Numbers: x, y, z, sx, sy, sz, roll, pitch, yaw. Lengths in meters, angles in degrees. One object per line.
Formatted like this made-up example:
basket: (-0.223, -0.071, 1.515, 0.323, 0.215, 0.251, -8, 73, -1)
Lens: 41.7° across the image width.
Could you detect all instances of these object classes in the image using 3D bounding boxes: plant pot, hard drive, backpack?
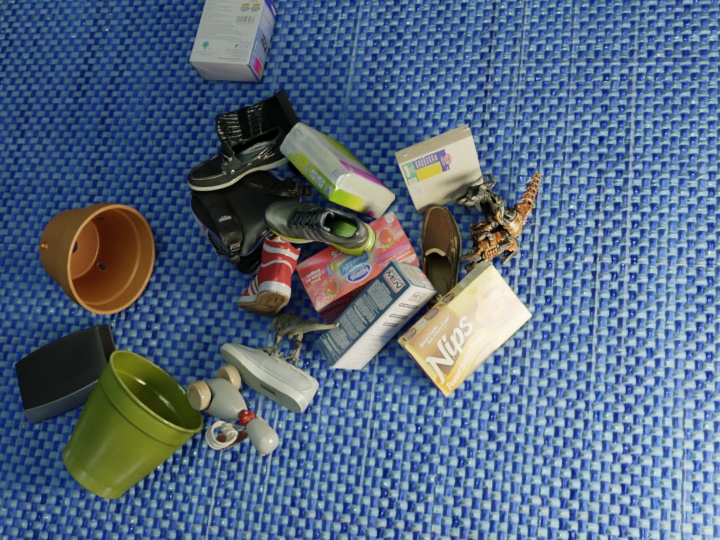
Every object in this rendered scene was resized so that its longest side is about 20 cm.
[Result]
plant pot: (-0.406, 0.277, 1.625, 0.200, 0.200, 0.194, 44, 97, 24)
plant pot: (-0.502, -0.032, 1.760, 0.138, 0.200, 0.203, 13, 73, 35)
hard drive: (-0.548, 0.188, 1.761, 0.197, 0.042, 0.137, -24, 67, 5)
backpack: (-0.209, -0.105, 1.719, 0.199, 0.155, 0.190, -41, 68, -21)

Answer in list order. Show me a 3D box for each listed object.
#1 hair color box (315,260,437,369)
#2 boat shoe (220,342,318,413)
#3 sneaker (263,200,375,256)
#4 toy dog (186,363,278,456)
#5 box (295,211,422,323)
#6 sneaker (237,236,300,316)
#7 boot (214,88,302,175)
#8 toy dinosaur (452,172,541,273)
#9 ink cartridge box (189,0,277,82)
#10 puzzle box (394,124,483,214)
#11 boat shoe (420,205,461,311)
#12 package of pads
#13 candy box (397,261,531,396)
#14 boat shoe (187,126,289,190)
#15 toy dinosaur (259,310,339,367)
hair color box: (0.026, 0.077, 1.587, 0.200, 0.099, 0.061, -46, 64, 17)
boat shoe: (-0.157, 0.174, 1.658, 0.199, 0.071, 0.072, 29, 57, 26)
sneaker: (-0.072, -0.083, 1.594, 0.196, 0.081, 0.075, 11, 75, 11)
toy dog: (-0.221, 0.257, 1.620, 0.129, 0.098, 0.201, -5, 40, -23)
box: (0.000, 0.000, 1.655, 0.197, 0.103, 0.096, -29, 66, 1)
sneaker: (-0.159, 0.010, 1.650, 0.070, 0.199, 0.115, 17, 72, -20)
boot: (-0.183, -0.237, 1.798, 0.155, 0.080, 0.213, -23, 56, -2)
toy dinosaur: (0.236, -0.091, 1.641, 0.136, 0.102, 0.201, 44, 65, -7)
ink cartridge box: (-0.251, -0.489, 1.912, 0.134, 0.076, 0.204, 6, 74, 16)
puzzle box: (0.140, -0.171, 1.626, 0.131, 0.200, 0.026, -20, 66, 5)
boat shoe: (0.139, -0.026, 1.641, 0.073, 0.075, 0.207, -8, 69, 11)
package of pads: (-0.041, -0.176, 1.675, 0.155, 0.199, 0.068, 45, 102, 24)
candy box: (0.173, 0.096, 1.571, 0.199, 0.055, 0.116, -42, 101, -3)
boat shoe: (-0.216, -0.202, 1.667, 0.195, 0.067, 0.075, -16, 46, -4)
toy dinosaur: (-0.118, 0.112, 1.614, 0.198, 0.047, 0.089, 5, 59, 54)
